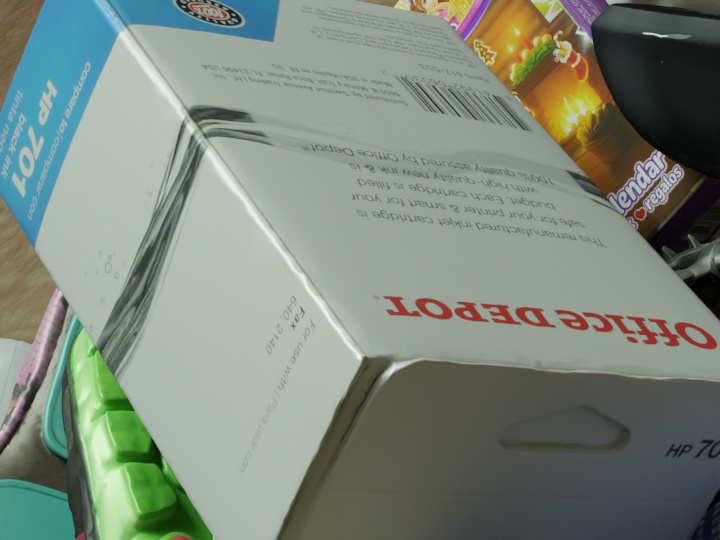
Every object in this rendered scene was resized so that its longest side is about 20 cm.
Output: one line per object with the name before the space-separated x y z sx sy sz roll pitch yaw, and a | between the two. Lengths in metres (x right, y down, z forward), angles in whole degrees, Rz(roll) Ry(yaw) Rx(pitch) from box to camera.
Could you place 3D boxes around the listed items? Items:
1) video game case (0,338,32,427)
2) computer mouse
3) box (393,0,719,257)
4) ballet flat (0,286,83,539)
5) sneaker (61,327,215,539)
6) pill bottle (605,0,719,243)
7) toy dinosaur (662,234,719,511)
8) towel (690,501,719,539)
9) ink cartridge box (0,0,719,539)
video game case | -0.148 0.148 0.896 0.200 0.022 0.182 108 175 -59
computer mouse | 0.160 -0.051 0.807 0.138 0.200 0.053 22 107 58
box | 0.030 -0.010 0.898 0.200 0.039 0.137 -50 60 26
ballet flat | -0.096 0.075 0.796 0.071 0.069 0.200 118 173 -58
sneaker | -0.065 0.093 0.713 0.084 0.077 0.200 -41 38 32
pill bottle | 0.071 -0.063 0.997 0.112 0.112 0.200 -51 25 -20
toy dinosaur | 0.151 0.020 0.793 0.136 0.102 0.200 -28 -13 -3
towel | 0.069 0.126 0.712 0.200 0.024 0.145 -44 12 38
ink cartridge box | 0.000 0.000 0.726 0.200 0.146 0.086 54 127 42
